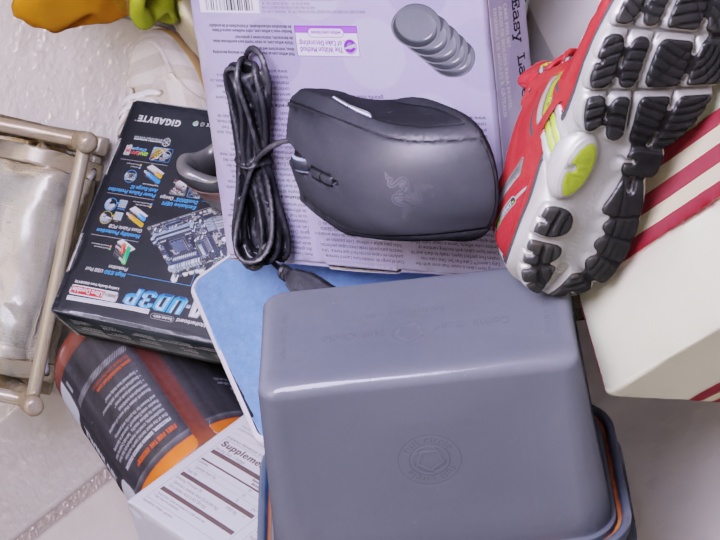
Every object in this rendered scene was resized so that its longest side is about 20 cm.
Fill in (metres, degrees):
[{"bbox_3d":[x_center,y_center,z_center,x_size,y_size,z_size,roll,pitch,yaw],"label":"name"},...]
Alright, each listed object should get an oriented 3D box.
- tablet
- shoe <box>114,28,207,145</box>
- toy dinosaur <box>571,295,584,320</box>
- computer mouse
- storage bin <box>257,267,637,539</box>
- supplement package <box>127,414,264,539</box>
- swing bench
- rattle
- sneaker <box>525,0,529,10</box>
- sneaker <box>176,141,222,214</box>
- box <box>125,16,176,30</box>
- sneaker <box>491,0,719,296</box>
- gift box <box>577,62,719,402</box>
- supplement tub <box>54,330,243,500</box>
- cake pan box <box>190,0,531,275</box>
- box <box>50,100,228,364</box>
[{"bbox_3d":[0.000,0.000,1.074,0.200,0.014,0.130,-35,54,10],"label":"tablet"},{"bbox_3d":[-0.138,-0.085,1.326,0.070,0.053,0.201,-26,67,35],"label":"shoe"},{"bbox_3d":[0.086,0.013,1.075,0.102,0.077,0.201,-26,93,-1],"label":"toy dinosaur"},{"bbox_3d":[-0.012,-0.029,0.963,0.200,0.046,0.141,22,123,42],"label":"computer mouse"},{"bbox_3d":[0.036,0.072,0.959,0.199,0.135,0.146,-6,37,4],"label":"storage bin"},{"bbox_3d":[-0.027,0.205,1.079,0.155,0.111,0.201,26,139,40],"label":"supplement package"},{"bbox_3d":[-0.263,-0.013,1.352,0.129,0.200,0.200,13,92,-3],"label":"swing bench"},{"bbox_3d":[-0.112,-0.150,1.237,0.200,0.143,0.130,55,138,13],"label":"rattle"},{"bbox_3d":[0.069,-0.104,1.154,0.074,0.079,0.201,-4,62,60],"label":"sneaker"},{"bbox_3d":[-0.038,-0.106,1.101,0.200,0.082,0.077,-50,32,22],"label":"sneaker"},{"bbox_3d":[-0.180,-0.292,1.363,0.128,0.109,0.201,17,93,40],"label":"box"},{"bbox_3d":[0.109,-0.086,0.883,0.201,0.077,0.085,-64,37,25],"label":"sneaker"},{"bbox_3d":[0.226,-0.048,0.938,0.187,0.199,0.185,-38,62,46],"label":"gift box"},{"bbox_3d":[-0.118,0.114,1.239,0.107,0.107,0.200,-53,53,19],"label":"supplement tub"},{"bbox_3d":[-0.001,-0.092,1.015,0.199,0.052,0.185,3,110,32],"label":"cake pan box"},{"bbox_3d":[-0.083,-0.021,1.196,0.199,0.046,0.160,9,70,25],"label":"box"}]
